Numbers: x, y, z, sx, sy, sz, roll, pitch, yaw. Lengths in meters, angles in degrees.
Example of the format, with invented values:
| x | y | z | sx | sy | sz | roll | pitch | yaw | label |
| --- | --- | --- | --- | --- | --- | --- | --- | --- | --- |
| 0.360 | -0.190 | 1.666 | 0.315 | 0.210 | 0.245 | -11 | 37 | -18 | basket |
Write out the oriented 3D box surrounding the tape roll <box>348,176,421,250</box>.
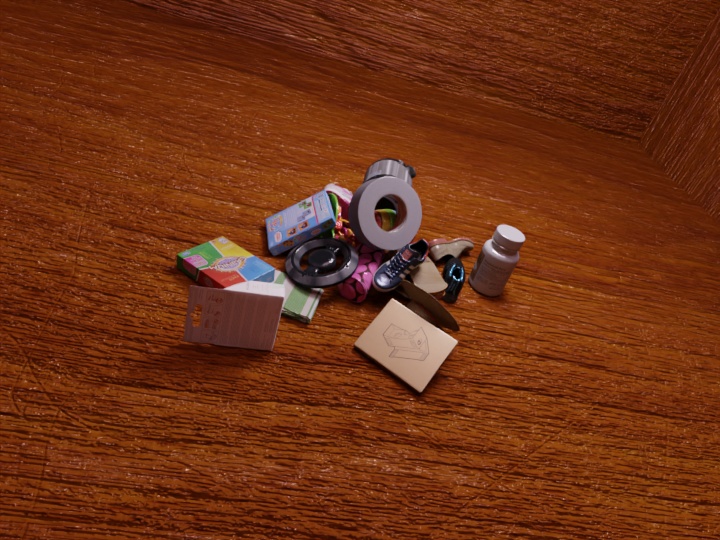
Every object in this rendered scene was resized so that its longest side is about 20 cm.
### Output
| x | y | z | sx | sy | sz | roll | pitch | yaw | label |
| --- | --- | --- | --- | --- | --- | --- | --- | --- | --- |
| 0.069 | -0.156 | 1.555 | 0.199 | 0.202 | 0.066 | 1 | 3 | -25 | tape roll |

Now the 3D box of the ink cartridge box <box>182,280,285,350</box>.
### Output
| x | y | z | sx | sy | sz | roll | pitch | yaw | label |
| --- | --- | --- | --- | --- | --- | --- | --- | --- | --- |
| -0.276 | 0.095 | 1.231 | 0.199 | 0.162 | 0.050 | 9 | 34 | -14 | ink cartridge box |

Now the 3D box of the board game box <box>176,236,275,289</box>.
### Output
| x | y | z | sx | sy | sz | roll | pitch | yaw | label |
| --- | --- | --- | --- | --- | --- | --- | --- | --- | --- |
| -0.339 | -0.006 | 1.422 | 0.199 | 0.041 | 0.153 | 29 | 37 | 25 | board game box |

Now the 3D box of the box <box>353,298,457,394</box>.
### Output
| x | y | z | sx | sy | sz | roll | pitch | yaw | label |
| --- | --- | --- | --- | --- | --- | --- | --- | --- | --- |
| 0.110 | 0.179 | 1.367 | 0.199 | 0.021 | 0.164 | 33 | 64 | 19 | box |

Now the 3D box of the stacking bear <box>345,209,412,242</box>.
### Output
| x | y | z | sx | sy | sz | roll | pitch | yaw | label |
| --- | --- | --- | --- | --- | --- | --- | --- | --- | --- |
| 0.057 | -0.133 | 1.641 | 0.199 | 0.115 | 0.121 | 5 | 4 | -33 | stacking bear |

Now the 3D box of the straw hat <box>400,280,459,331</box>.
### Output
| x | y | z | sx | sy | sz | roll | pitch | yaw | label |
| --- | --- | --- | --- | --- | --- | --- | --- | --- | --- |
| 0.154 | 0.122 | 1.464 | 0.201 | 0.201 | 0.085 | 38 | 77 | 25 | straw hat |

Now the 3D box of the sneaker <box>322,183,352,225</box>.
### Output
| x | y | z | sx | sy | sz | roll | pitch | yaw | label |
| --- | --- | --- | --- | --- | --- | --- | --- | --- | --- |
| -0.042 | -0.209 | 1.776 | 0.200 | 0.081 | 0.089 | 39 | 31 | -29 | sneaker |

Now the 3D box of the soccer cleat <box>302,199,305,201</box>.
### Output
| x | y | z | sx | sy | sz | roll | pitch | yaw | label |
| --- | --- | --- | --- | --- | --- | --- | --- | --- | --- |
| -0.133 | -0.186 | 1.772 | 0.081 | 0.068 | 0.199 | 45 | 40 | 21 | soccer cleat |

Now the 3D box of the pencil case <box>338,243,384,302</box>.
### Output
| x | y | z | sx | sy | sz | roll | pitch | yaw | label |
| --- | --- | --- | --- | --- | --- | --- | --- | --- | --- |
| 0.000 | 0.000 | 1.562 | 0.093 | 0.091 | 0.200 | 26 | 37 | 0 | pencil case |

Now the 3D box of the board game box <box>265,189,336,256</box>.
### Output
| x | y | z | sx | sy | sz | roll | pitch | yaw | label |
| --- | --- | --- | --- | --- | --- | --- | --- | --- | --- |
| -0.174 | -0.138 | 1.608 | 0.199 | 0.037 | 0.152 | -25 | 40 | 6 | board game box |

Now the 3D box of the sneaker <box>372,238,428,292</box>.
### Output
| x | y | z | sx | sy | sz | roll | pitch | yaw | label |
| --- | --- | --- | --- | --- | --- | --- | --- | --- | --- |
| 0.110 | -0.022 | 1.516 | 0.075 | 0.085 | 0.200 | 42 | 58 | 13 | sneaker |

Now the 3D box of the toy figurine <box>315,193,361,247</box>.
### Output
| x | y | z | sx | sy | sz | roll | pitch | yaw | label |
| --- | --- | --- | --- | --- | --- | --- | --- | --- | --- |
| -0.024 | -0.116 | 1.693 | 0.183 | 0.150 | 0.201 | 12 | 55 | -27 | toy figurine |

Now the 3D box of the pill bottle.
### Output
| x | y | z | sx | sy | sz | roll | pitch | yaw | label |
| --- | --- | --- | --- | --- | --- | --- | --- | --- | --- |
| 0.415 | -0.031 | 1.706 | 0.114 | 0.201 | 0.115 | 13 | 34 | -9 | pill bottle |

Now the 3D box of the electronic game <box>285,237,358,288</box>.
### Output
| x | y | z | sx | sy | sz | roll | pitch | yaw | label |
| --- | --- | --- | --- | --- | --- | --- | --- | --- | --- |
| -0.104 | -0.023 | 1.513 | 0.198 | 0.042 | 0.201 | -2 | 41 | 2 | electronic game |

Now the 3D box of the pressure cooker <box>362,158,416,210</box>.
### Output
| x | y | z | sx | sy | sz | roll | pitch | yaw | label |
| --- | --- | --- | --- | --- | --- | --- | --- | --- | --- |
| 0.093 | -0.285 | 1.915 | 0.175 | 0.179 | 0.201 | 14 | 35 | -2 | pressure cooker |

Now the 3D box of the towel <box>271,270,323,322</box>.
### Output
| x | y | z | sx | sy | sz | roll | pitch | yaw | label |
| --- | --- | --- | --- | --- | --- | --- | --- | --- | --- |
| -0.203 | 0.057 | 1.444 | 0.199 | 0.024 | 0.153 | 19 | 34 | 2 | towel |

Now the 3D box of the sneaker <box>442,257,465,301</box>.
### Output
| x | y | z | sx | sy | sz | roll | pitch | yaw | label |
| --- | --- | --- | --- | --- | --- | --- | --- | --- | --- |
| 0.290 | 0.011 | 1.692 | 0.073 | 0.082 | 0.200 | 20 | 34 | 0 | sneaker |

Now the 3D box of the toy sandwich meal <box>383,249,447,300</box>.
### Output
| x | y | z | sx | sy | sz | roll | pitch | yaw | label |
| --- | --- | --- | --- | --- | --- | --- | --- | --- | --- |
| 0.158 | 0.003 | 1.610 | 0.204 | 0.070 | 0.206 | 14 | 53 | -19 | toy sandwich meal |

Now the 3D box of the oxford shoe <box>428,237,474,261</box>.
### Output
| x | y | z | sx | sy | sz | roll | pitch | yaw | label |
| --- | --- | --- | --- | --- | --- | --- | --- | --- | --- |
| 0.297 | -0.060 | 1.825 | 0.199 | 0.070 | 0.075 | -6 | 68 | -33 | oxford shoe |
